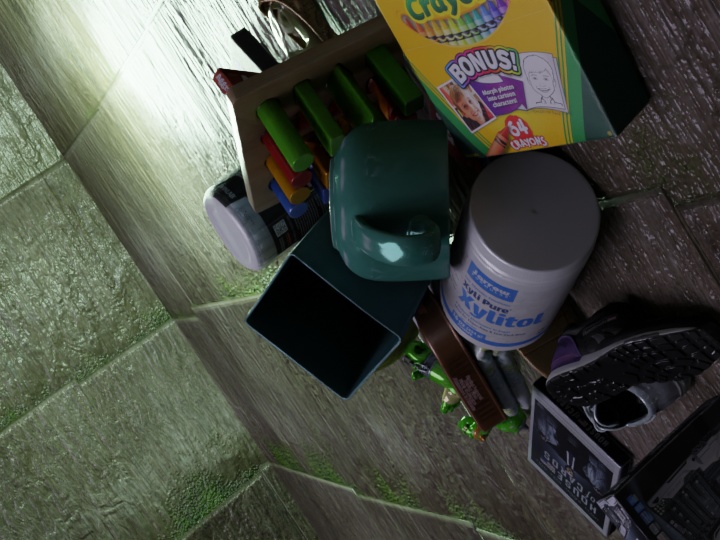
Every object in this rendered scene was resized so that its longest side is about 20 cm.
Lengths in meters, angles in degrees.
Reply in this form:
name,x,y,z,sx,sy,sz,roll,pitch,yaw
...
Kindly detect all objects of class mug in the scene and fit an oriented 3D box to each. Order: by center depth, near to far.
name,x,y,z,sx,sy,sz,roll,pitch,yaw
mug,0.027,-0.069,1.130,0.185,0.112,0.155,64,-155,-81

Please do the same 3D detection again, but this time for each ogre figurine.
name,x,y,z,sx,sy,sz,roll,pitch,yaw
ogre figurine,0.144,0.156,1.541,0.119,0.098,0.201,27,152,44

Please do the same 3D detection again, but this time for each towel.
name,x,y,z,sx,sy,sz,roll,pitch,yaw
towel,0.134,0.066,1.403,0.172,0.048,0.201,58,-179,35

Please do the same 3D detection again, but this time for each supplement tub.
name,x,y,z,sx,sy,sz,roll,pitch,yaw
supplement tub,0.153,-0.014,1.182,0.132,0.131,0.201,48,161,17
supplement tub,-0.090,-0.102,1.510,0.123,0.199,0.123,46,161,22

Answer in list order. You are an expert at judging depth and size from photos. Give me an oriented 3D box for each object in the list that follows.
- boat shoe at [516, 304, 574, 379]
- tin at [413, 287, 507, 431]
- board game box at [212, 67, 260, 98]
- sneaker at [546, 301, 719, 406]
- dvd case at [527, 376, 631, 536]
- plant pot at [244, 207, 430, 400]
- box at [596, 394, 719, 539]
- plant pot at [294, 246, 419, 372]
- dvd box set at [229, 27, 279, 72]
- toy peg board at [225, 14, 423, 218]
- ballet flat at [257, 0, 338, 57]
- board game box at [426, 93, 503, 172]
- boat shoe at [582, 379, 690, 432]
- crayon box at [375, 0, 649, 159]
name,x,y,z,sx,sy,sz,roll,pitch,yaw
boat shoe,0.178,0.036,1.315,0.202,0.073,0.065,57,-176,14
tin,0.108,0.102,1.353,0.201,0.041,0.113,58,-175,-36
board game box,-0.071,-0.186,1.367,0.103,0.198,0.020,50,120,25
sneaker,0.259,0.060,1.143,0.075,0.089,0.199,33,145,-27
dvd case,0.270,0.235,1.491,0.150,0.025,0.201,44,158,30
plant pot,0.000,0.000,1.280,0.141,0.201,0.142,37,138,-2
box,0.345,0.246,1.122,0.201,0.157,0.050,52,161,8
plant pot,-0.005,0.021,1.466,0.201,0.199,0.193,52,171,4
dvd box set,-0.124,-0.222,1.648,0.147,0.029,0.201,47,159,19
toy peg board,-0.023,-0.137,1.262,0.098,0.198,0.200,55,165,28
ballet flat,-0.048,-0.250,1.365,0.201,0.065,0.071,50,159,11
board game box,0.098,-0.183,1.175,0.103,0.019,0.202,39,156,41
boat shoe,0.267,0.130,1.243,0.070,0.071,0.201,53,161,2
crayon box,0.123,-0.189,1.009,0.199,0.058,0.174,-2,126,56
